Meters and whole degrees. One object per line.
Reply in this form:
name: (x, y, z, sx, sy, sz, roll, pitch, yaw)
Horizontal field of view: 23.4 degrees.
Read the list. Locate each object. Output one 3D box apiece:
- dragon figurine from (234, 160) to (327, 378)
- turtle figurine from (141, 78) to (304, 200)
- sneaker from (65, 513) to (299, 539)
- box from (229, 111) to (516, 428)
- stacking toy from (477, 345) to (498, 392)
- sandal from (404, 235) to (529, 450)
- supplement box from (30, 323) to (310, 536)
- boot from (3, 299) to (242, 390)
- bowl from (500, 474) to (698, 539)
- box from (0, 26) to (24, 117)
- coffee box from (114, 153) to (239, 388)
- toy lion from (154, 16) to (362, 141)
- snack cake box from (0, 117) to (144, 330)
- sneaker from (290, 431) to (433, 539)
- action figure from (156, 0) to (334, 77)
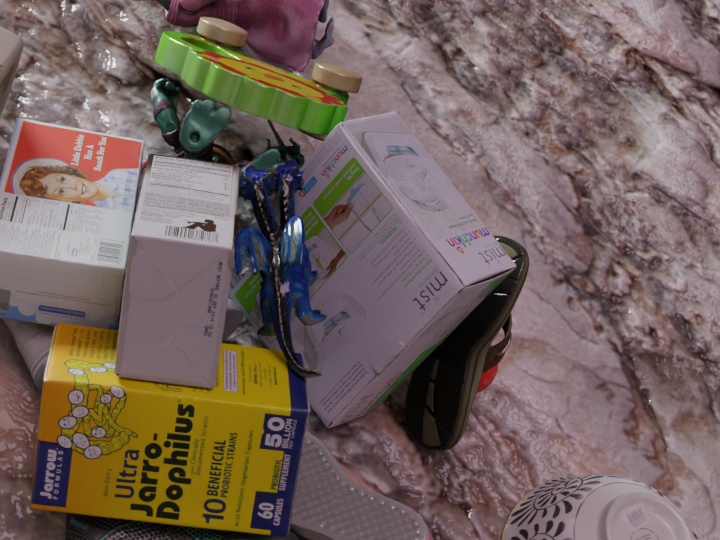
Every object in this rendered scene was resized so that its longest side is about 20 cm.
dragon figurine: (-0.066, -0.005, 1.376, 0.058, 0.100, 0.201, -11, 39, 8)
turtle figurine: (-0.124, -0.101, 1.529, 0.148, 0.200, 0.102, 21, 89, -12)
sneaker: (-0.141, 0.205, 1.365, 0.198, 0.078, 0.092, 3, 52, -27)
box: (0.000, 0.000, 1.475, 0.177, 0.200, 0.096, 51, 33, 14)
stacking toy: (0.052, 0.027, 1.578, 0.200, 0.085, 0.085, 48, 51, 4)
sandal: (0.094, 0.061, 1.516, 0.057, 0.203, 0.080, -1, 29, -47)
supplement box: (-0.146, 0.122, 1.335, 0.198, 0.110, 0.110, 7, 20, -7)
boot: (-0.199, 0.033, 1.452, 0.199, 0.074, 0.096, -14, 58, -39)
bowl: (0.229, 0.250, 1.500, 0.199, 0.094, 0.202, 13, 54, -19)
box: (-0.375, -0.114, 1.426, 0.108, 0.128, 0.201, 27, 50, -6)
coffee box: (-0.141, -0.005, 1.350, 0.079, 0.114, 0.200, 8, 20, -6)
toy lion: (-0.096, -0.165, 1.520, 0.199, 0.069, 0.191, 24, 12, 19)
snack cake box: (-0.244, -0.040, 1.431, 0.114, 0.068, 0.201, 9, 34, -7)
sneaker: (-0.016, 0.206, 1.433, 0.199, 0.105, 0.076, 29, 71, 32)
action figure: (-0.127, -0.252, 1.682, 0.198, 0.134, 0.151, 6, 96, -10)
